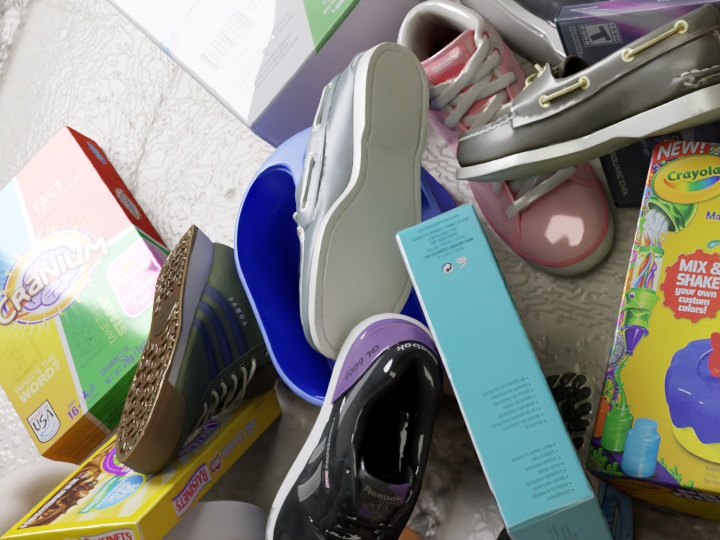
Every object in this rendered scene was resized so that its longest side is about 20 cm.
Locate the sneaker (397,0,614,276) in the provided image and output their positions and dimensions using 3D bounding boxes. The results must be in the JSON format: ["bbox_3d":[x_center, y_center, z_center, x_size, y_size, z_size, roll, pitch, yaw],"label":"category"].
[{"bbox_3d":[0.083,-0.089,1.096,0.075,0.105,0.201,-34,61,12],"label":"sneaker"}]

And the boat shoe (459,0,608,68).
[{"bbox_3d":[0.124,-0.169,1.118,0.060,0.074,0.200,-45,50,-4],"label":"boat shoe"}]

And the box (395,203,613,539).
[{"bbox_3d":[0.078,0.066,0.951,0.049,0.082,0.201,-22,54,3],"label":"box"}]

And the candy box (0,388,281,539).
[{"bbox_3d":[-0.134,0.127,1.101,0.102,0.200,0.027,-8,107,24],"label":"candy box"}]

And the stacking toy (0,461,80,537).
[{"bbox_3d":[-0.249,0.219,1.183,0.200,0.146,0.147,-23,62,42],"label":"stacking toy"}]

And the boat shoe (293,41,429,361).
[{"bbox_3d":[-0.006,-0.039,1.050,0.062,0.073,0.201,-12,62,50],"label":"boat shoe"}]

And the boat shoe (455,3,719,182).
[{"bbox_3d":[0.131,-0.096,0.997,0.201,0.072,0.061,-16,86,43],"label":"boat shoe"}]

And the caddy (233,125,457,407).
[{"bbox_3d":[0.000,0.000,1.108,0.141,0.105,0.201,-33,61,16],"label":"caddy"}]

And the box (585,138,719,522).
[{"bbox_3d":[0.252,0.044,0.948,0.199,0.122,0.194,6,75,30],"label":"box"}]

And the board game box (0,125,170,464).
[{"bbox_3d":[-0.210,0.016,1.257,0.153,0.040,0.200,-44,59,9],"label":"board game box"}]

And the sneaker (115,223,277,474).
[{"bbox_3d":[-0.092,0.059,1.117,0.067,0.090,0.201,-46,24,37],"label":"sneaker"}]

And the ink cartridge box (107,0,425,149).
[{"bbox_3d":[-0.072,-0.193,1.225,0.200,0.087,0.145,42,95,31],"label":"ink cartridge box"}]

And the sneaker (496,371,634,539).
[{"bbox_3d":[0.126,0.162,0.989,0.078,0.090,0.201,-11,56,43],"label":"sneaker"}]

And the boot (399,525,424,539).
[{"bbox_3d":[0.017,0.260,1.024,0.155,0.077,0.200,37,89,28],"label":"boot"}]

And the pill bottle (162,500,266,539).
[{"bbox_3d":[-0.089,0.251,1.064,0.119,0.120,0.201,-21,64,21],"label":"pill bottle"}]

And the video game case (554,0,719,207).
[{"bbox_3d":[0.225,-0.101,1.006,0.199,0.143,0.019,-2,40,28],"label":"video game case"}]

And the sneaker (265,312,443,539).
[{"bbox_3d":[-0.004,0.127,0.973,0.075,0.088,0.201,13,100,-9],"label":"sneaker"}]
